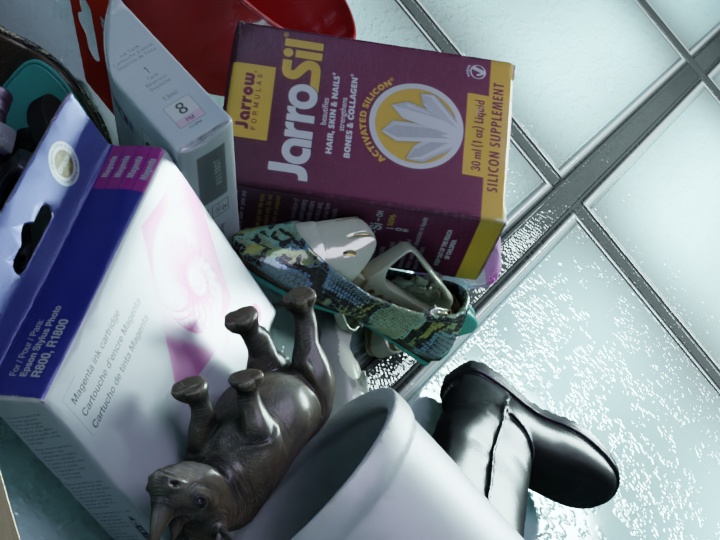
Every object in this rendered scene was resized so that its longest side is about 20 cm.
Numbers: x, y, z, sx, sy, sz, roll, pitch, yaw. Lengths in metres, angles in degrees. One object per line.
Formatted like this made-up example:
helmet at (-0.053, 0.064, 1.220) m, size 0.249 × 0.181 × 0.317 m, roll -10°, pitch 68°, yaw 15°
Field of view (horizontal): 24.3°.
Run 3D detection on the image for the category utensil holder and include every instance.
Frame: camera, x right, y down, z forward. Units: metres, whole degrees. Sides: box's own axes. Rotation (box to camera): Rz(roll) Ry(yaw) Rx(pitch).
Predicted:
utensil holder at (0.024, 0.197, 0.968) m, size 0.200 × 0.170 × 0.170 m, roll 47°, pitch 29°, yaw -11°

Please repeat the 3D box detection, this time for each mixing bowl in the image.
mixing bowl at (-0.112, -0.209, 1.297) m, size 0.200 × 0.108 × 0.200 m, roll 38°, pitch 25°, yaw -21°

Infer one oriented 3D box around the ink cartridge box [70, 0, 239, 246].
ink cartridge box at (-0.153, -0.101, 1.099) m, size 0.057 × 0.163 × 0.200 m, roll -36°, pitch 65°, yaw -22°

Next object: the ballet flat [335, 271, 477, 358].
ballet flat at (0.005, 0.026, 1.259) m, size 0.200 × 0.067 × 0.071 m, roll 31°, pitch 58°, yaw -31°

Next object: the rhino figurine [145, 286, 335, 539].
rhino figurine at (-0.069, 0.096, 0.946) m, size 0.200 × 0.059 × 0.088 m, roll -55°, pitch 137°, yaw -51°

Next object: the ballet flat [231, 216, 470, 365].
ballet flat at (0.000, 0.000, 1.128) m, size 0.200 × 0.074 × 0.075 m, roll 27°, pitch 36°, yaw -42°

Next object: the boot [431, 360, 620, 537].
boot at (0.115, 0.166, 1.218) m, size 0.164 × 0.066 × 0.200 m, roll 33°, pitch 24°, yaw -6°

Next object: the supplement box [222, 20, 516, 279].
supplement box at (0.000, -0.083, 1.171) m, size 0.199 × 0.103 × 0.132 m, roll 7°, pitch 66°, yaw -5°

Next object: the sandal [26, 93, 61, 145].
sandal at (-0.145, -0.022, 1.046) m, size 0.075 × 0.045 × 0.201 m, roll -94°, pitch 161°, yaw -69°

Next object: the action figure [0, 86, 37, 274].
action figure at (-0.215, -0.010, 0.979) m, size 0.130 × 0.069 × 0.201 m, roll 36°, pitch 35°, yaw -37°

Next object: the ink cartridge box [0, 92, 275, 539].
ink cartridge box at (-0.133, 0.031, 0.956) m, size 0.200 × 0.043 × 0.197 m, roll 57°, pitch 37°, yaw -37°

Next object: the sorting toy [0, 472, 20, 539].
sorting toy at (-0.257, 0.124, 0.746) m, size 0.198 × 0.070 × 0.201 m, roll 6°, pitch 52°, yaw -44°

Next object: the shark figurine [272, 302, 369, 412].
shark figurine at (-0.029, 0.097, 1.108) m, size 0.128 × 0.089 × 0.215 m, roll 68°, pitch 5°, yaw -67°

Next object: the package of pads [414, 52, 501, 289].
package of pads at (0.060, -0.081, 1.353) m, size 0.200 × 0.075 × 0.121 m, roll -101°, pitch -179°, yaw -59°

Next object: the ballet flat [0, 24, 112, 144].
ballet flat at (-0.234, -0.131, 1.100) m, size 0.200 × 0.068 × 0.075 m, roll 42°, pitch 14°, yaw -10°
